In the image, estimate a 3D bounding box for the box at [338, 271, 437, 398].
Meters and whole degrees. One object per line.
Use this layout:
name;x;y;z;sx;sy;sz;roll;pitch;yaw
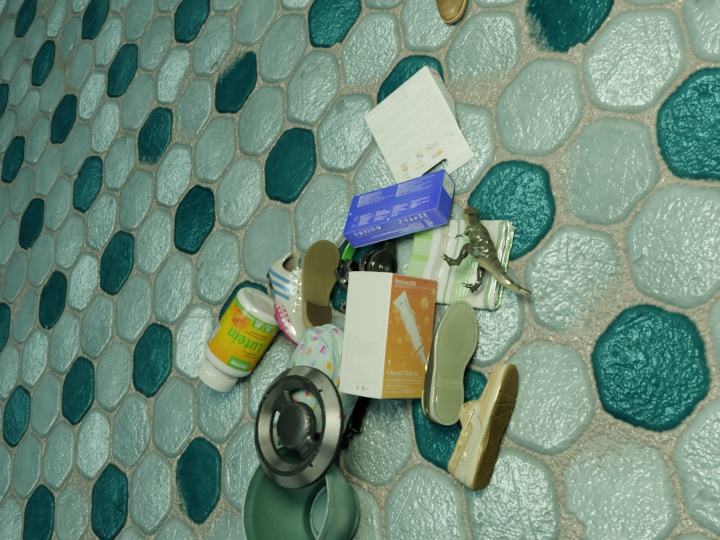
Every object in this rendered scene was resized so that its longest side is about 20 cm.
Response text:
box;0.047;0.108;1.306;0.097;0.124;0.201;2;85;42

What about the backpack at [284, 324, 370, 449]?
backpack;-0.059;0.194;1.382;0.167;0.126;0.201;39;111;39

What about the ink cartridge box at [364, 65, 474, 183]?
ink cartridge box;0.114;-0.248;1.441;0.162;0.050;0.201;-35;74;29

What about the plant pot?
plant pot;-0.086;0.408;1.335;0.200;0.134;0.201;-20;57;34

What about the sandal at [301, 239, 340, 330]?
sandal;-0.089;0.040;1.488;0.070;0.077;0.213;-50;28;45

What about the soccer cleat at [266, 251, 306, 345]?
soccer cleat;-0.130;0.049;1.537;0.086;0.070;0.201;-42;52;28

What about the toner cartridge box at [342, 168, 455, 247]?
toner cartridge box;0.067;-0.109;1.393;0.199;0.043;0.095;-13;45;34

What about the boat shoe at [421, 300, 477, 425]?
boat shoe;0.138;0.148;1.261;0.061;0.071;0.202;145;140;-68

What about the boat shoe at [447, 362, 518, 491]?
boat shoe;0.181;0.230;1.193;0.069;0.074;0.201;19;90;38

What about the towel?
towel;0.159;-0.016;1.322;0.199;0.031;0.150;6;80;44

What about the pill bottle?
pill bottle;-0.246;0.144;1.586;0.200;0.111;0.111;-56;48;14

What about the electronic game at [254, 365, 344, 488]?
electronic game;-0.105;0.258;1.300;0.199;0.042;0.201;-14;68;38

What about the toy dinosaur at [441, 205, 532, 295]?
toy dinosaur;0.187;-0.018;1.250;0.088;0.047;0.201;-40;56;22

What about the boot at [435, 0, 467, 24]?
boot;0.154;-0.557;1.466;0.073;0.075;0.201;-16;68;36

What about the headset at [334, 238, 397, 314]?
headset;0.000;0.000;1.418;0.123;0.094;0.201;-22;51;36
